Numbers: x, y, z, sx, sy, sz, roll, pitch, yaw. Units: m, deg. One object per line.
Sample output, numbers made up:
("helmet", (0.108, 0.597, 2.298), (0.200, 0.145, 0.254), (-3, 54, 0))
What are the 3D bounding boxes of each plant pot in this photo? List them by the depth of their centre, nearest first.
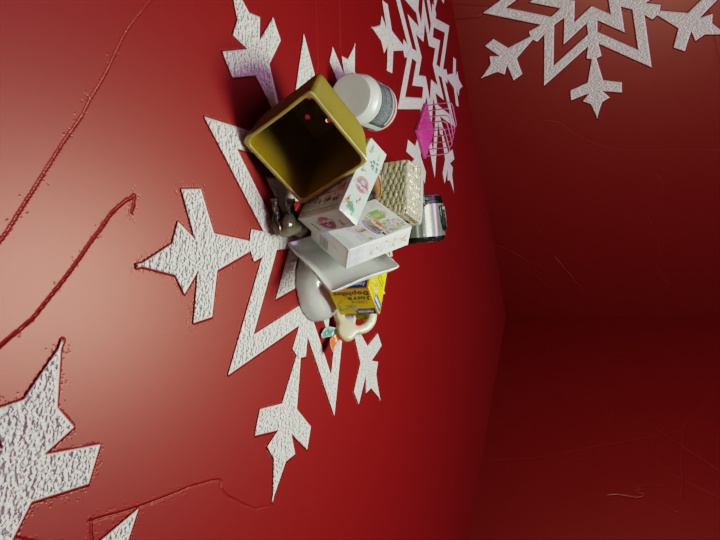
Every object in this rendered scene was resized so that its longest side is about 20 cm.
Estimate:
("plant pot", (-0.107, -0.314, 1.289), (0.194, 0.194, 0.201), (46, 31, -29))

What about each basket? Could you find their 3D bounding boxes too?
("basket", (0.124, -0.256, 1.919), (0.123, 0.134, 0.203), (22, 68, -60))

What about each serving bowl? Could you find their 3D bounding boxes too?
("serving bowl", (-0.089, 0.030, 1.484), (0.200, 0.065, 0.203), (-2, 90, -67))

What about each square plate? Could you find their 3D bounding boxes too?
("square plate", (-0.043, -0.029, 1.374), (0.198, 0.198, 0.029), (-19, 136, -31))

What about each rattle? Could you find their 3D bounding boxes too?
("rattle", (-0.051, 0.148, 1.606), (0.130, 0.142, 0.201), (45, 64, -23))

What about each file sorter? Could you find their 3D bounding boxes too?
("file sorter", (0.318, -0.585, 2.400), (0.140, 0.124, 0.201), (66, 32, -41))

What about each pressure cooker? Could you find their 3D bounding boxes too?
("pressure cooker", (0.211, -0.199, 2.059), (0.177, 0.175, 0.203), (-8, 95, -39))

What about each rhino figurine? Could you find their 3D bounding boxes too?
("rhino figurine", (-0.148, -0.121, 1.369), (0.200, 0.059, 0.089), (-7, 98, -68))

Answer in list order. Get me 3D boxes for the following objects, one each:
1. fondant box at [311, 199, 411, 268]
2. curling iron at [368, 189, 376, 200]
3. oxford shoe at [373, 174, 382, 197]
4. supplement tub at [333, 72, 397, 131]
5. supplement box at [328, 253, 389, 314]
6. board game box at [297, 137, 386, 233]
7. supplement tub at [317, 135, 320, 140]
("fondant box", (0.002, -0.092, 1.394), (0.199, 0.144, 0.059), (-22, 137, -32))
("curling iron", (-0.018, -0.166, 1.534), (0.200, 0.026, 0.050), (-42, 169, -41))
("oxford shoe", (0.014, -0.298, 1.774), (0.071, 0.071, 0.201), (-43, 133, -24))
("supplement tub", (0.013, -0.484, 1.672), (0.200, 0.139, 0.142), (-13, 99, -66))
("supplement box", (0.000, 0.000, 1.471), (0.110, 0.107, 0.202), (65, 28, -46))
("board game box", (-0.042, -0.190, 1.311), (0.064, 0.147, 0.202), (40, 60, -33))
("supplement tub", (-0.077, -0.252, 1.467), (0.122, 0.121, 0.203), (0, 88, -66))
